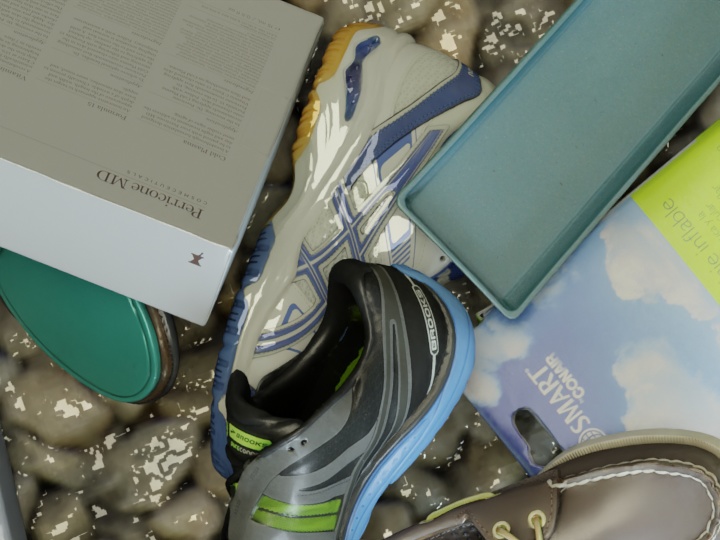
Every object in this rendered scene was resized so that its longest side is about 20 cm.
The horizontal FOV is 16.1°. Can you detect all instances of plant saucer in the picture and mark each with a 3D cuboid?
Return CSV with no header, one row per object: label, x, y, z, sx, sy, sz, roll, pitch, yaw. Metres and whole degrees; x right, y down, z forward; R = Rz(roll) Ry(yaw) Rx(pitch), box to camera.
plant saucer,0.098,-0.073,1.057,0.070,0.019,0.200,45,72,-8

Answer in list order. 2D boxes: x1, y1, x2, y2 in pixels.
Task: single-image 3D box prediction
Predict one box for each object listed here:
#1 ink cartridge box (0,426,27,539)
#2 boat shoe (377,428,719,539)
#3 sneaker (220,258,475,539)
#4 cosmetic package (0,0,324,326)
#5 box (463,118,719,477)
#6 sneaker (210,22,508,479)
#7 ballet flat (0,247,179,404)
ink cartridge box,-0.206,0.102,1.072,0.118,0.042,0.201,-14,85,1
boat shoe,0.060,0.119,1.013,0.199,0.059,0.072,-21,90,23
sneaker,-0.032,0.083,1.001,0.083,0.071,0.200,32,86,-33
cosmetic package,-0.129,-0.078,1.029,0.199,0.052,0.151,22,42,-2
box,0.144,0.019,1.060,0.200,0.048,0.122,-39,83,-1
sneaker,0.000,0.000,1.056,0.088,0.075,0.201,20,87,2
ballet flat,-0.138,-0.027,1.067,0.200,0.073,0.073,42,87,10
